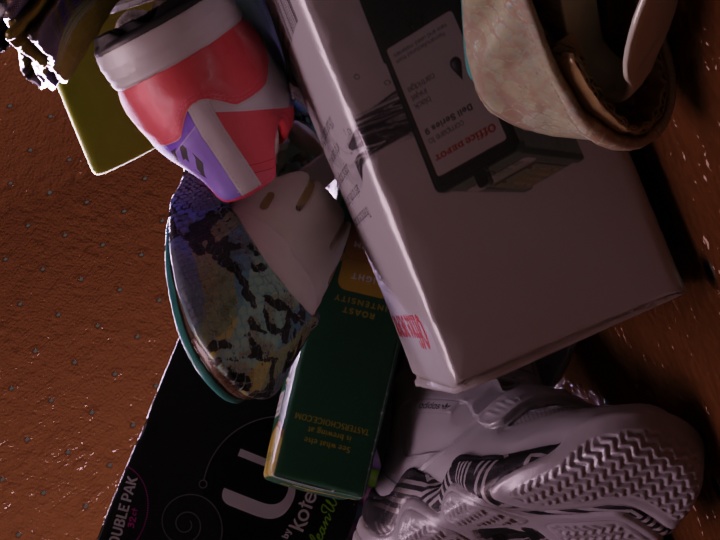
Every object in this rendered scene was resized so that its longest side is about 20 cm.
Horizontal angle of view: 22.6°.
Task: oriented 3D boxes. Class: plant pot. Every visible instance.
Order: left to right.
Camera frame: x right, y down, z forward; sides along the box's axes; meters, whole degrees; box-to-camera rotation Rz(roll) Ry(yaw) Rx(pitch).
[{"bbox_3d":[-0.188,-0.218,1.554,0.199,0.181,0.201,-128,16,-72],"label":"plant pot"}]

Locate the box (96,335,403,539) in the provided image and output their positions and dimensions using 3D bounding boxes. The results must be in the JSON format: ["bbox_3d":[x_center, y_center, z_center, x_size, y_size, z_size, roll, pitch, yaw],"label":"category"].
[{"bbox_3d":[-0.028,0.083,0.925,0.124,0.148,0.201,98,-167,-79],"label":"box"}]

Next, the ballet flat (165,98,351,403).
[{"bbox_3d":[-0.038,-0.021,0.708,0.200,0.074,0.074,-103,-5,-62],"label":"ballet flat"}]

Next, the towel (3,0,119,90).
[{"bbox_3d":[-0.061,-0.149,0.653,0.023,0.200,0.144,40,172,-2],"label":"towel"}]

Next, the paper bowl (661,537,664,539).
[{"bbox_3d":[0.092,0.176,0.835,0.201,0.104,0.201,159,90,-84],"label":"paper bowl"}]

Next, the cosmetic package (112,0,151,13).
[{"bbox_3d":[-0.108,-0.169,0.885,0.105,0.199,0.071,-146,38,-79],"label":"cosmetic package"}]

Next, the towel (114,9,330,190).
[{"bbox_3d":[-0.039,-0.072,0.965,0.199,0.035,0.133,30,171,3],"label":"towel"}]

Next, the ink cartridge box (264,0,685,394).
[{"bbox_3d":[0.025,-0.066,0.624,0.146,0.084,0.201,162,86,-86],"label":"ink cartridge box"}]

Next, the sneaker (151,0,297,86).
[{"bbox_3d":[-0.081,-0.191,1.019,0.076,0.114,0.200,-139,29,-73],"label":"sneaker"}]

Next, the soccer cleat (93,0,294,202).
[{"bbox_3d":[-0.057,-0.072,0.702,0.073,0.068,0.200,62,-176,-9],"label":"soccer cleat"}]

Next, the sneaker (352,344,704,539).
[{"bbox_3d":[0.064,0.056,0.715,0.200,0.075,0.115,-33,42,56],"label":"sneaker"}]

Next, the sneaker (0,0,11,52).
[{"bbox_3d":[-0.171,-0.135,0.724,0.199,0.111,0.077,1,133,45],"label":"sneaker"}]

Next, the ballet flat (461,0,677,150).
[{"bbox_3d":[0.051,-0.106,0.444,0.062,0.067,0.200,30,157,31],"label":"ballet flat"}]

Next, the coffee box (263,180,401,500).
[{"bbox_3d":[0.000,0.000,0.792,0.123,0.044,0.201,130,153,-83],"label":"coffee box"}]
